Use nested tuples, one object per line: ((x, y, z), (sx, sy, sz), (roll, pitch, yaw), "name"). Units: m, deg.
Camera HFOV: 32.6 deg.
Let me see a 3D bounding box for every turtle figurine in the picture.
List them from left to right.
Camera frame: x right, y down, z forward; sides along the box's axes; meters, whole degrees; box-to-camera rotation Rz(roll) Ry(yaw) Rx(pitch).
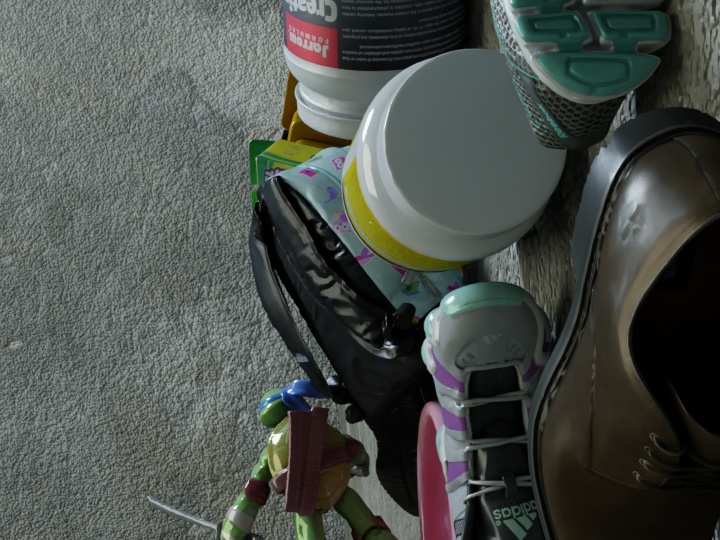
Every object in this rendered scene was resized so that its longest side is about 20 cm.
((-0.043, 0.210, 1.057), (0.200, 0.144, 0.194), (-46, 61, 27), "turtle figurine")

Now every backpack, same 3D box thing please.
((0.000, 0.000, 0.982), (0.200, 0.126, 0.167), (55, 144, 13), "backpack")

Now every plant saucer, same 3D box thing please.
((0.080, 0.198, 0.923), (0.201, 0.051, 0.201), (177, 90, -85), "plant saucer")

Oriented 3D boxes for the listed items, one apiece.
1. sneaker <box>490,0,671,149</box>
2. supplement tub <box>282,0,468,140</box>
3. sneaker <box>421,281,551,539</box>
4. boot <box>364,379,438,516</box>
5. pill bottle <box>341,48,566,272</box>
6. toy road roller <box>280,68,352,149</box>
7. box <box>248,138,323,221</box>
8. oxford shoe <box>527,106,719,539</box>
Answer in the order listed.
((0.080, -0.141, 0.552), (0.091, 0.077, 0.201), (87, 179, -62), "sneaker")
((0.011, -0.212, 0.911), (0.140, 0.140, 0.201), (-101, 9, -60), "supplement tub")
((0.085, 0.111, 0.703), (0.200, 0.077, 0.140), (78, -178, -48), "sneaker")
((0.060, 0.118, 1.134), (0.139, 0.077, 0.200), (-66, -31, -48), "boot")
((0.050, -0.059, 0.713), (0.200, 0.114, 0.115), (149, 117, -85), "pill bottle")
((-0.020, -0.122, 1.193), (0.146, 0.122, 0.200), (-81, 2, -53), "toy road roller")
((-0.019, -0.046, 1.105), (0.048, 0.199, 0.118), (-43, -39, -48), "box")
((0.101, 0.054, 0.419), (0.084, 0.072, 0.201), (-107, 14, -63), "oxford shoe")
